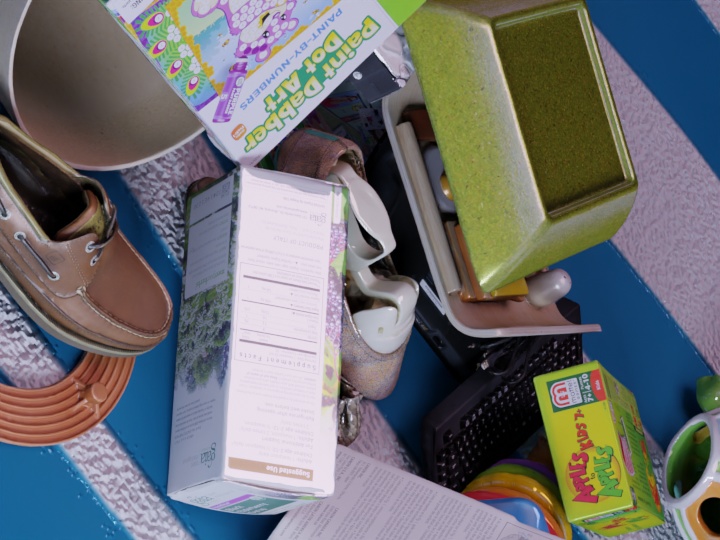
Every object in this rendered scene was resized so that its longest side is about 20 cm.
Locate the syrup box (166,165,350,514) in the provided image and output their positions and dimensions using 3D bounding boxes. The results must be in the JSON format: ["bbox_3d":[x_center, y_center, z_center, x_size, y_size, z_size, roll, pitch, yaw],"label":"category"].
[{"bbox_3d":[-0.063,0.045,1.462,0.081,0.079,0.201,10,72,-27],"label":"syrup box"}]

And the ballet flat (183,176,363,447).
[{"bbox_3d":[-0.053,0.026,1.542,0.067,0.046,0.201,-32,97,-51],"label":"ballet flat"}]

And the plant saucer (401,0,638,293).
[{"bbox_3d":[0.120,-0.104,1.590,0.200,0.048,0.201,-22,96,-56],"label":"plant saucer"}]

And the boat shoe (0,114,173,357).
[{"bbox_3d":[-0.175,-0.018,1.380,0.200,0.068,0.072,39,45,-32],"label":"boat shoe"}]

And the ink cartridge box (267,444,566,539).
[{"bbox_3d":[0.036,0.203,1.463,0.199,0.050,0.161,22,41,14],"label":"ink cartridge box"}]

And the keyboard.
[{"bbox_3d":[0.111,0.086,1.666,0.200,0.039,0.105,-39,126,-45],"label":"keyboard"}]

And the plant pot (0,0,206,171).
[{"bbox_3d":[-0.160,-0.180,1.435,0.200,0.201,0.134,4,31,-48],"label":"plant pot"}]

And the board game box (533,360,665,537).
[{"bbox_3d":[0.171,0.130,1.675,0.200,0.047,0.102,34,42,-73],"label":"board game box"}]

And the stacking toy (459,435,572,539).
[{"bbox_3d":[0.107,0.169,1.626,0.200,0.109,0.117,-52,128,-59],"label":"stacking toy"}]

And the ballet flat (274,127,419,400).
[{"bbox_3d":[0.000,0.000,1.564,0.068,0.067,0.201,-42,120,-40],"label":"ballet flat"}]

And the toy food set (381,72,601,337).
[{"bbox_3d":[0.097,-0.049,1.620,0.143,0.060,0.201,-1,71,-56],"label":"toy food set"}]

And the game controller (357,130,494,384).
[{"bbox_3d":[0.058,-0.007,1.668,0.104,0.042,0.200,-54,126,-23],"label":"game controller"}]

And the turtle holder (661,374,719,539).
[{"bbox_3d":[0.307,0.154,1.818,0.131,0.141,0.186,26,61,-17],"label":"turtle holder"}]

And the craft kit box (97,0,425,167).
[{"bbox_3d":[-0.047,-0.182,1.399,0.049,0.200,0.198,44,-3,32],"label":"craft kit box"}]

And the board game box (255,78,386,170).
[{"bbox_3d":[-0.014,-0.090,1.657,0.200,0.029,0.135,-19,86,-51],"label":"board game box"}]

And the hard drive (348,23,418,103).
[{"bbox_3d":[-0.015,-0.227,1.541,0.200,0.038,0.140,52,41,-17],"label":"hard drive"}]

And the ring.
[{"bbox_3d":[-0.204,0.006,1.404,0.200,0.019,0.201,23,57,-41],"label":"ring"}]
